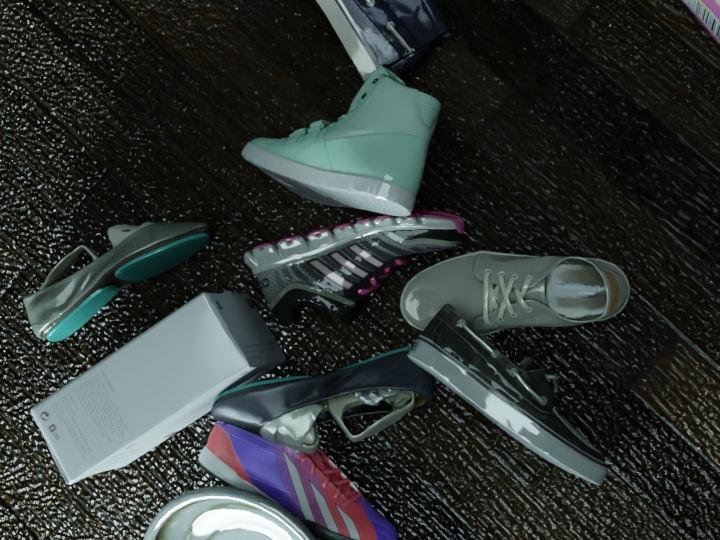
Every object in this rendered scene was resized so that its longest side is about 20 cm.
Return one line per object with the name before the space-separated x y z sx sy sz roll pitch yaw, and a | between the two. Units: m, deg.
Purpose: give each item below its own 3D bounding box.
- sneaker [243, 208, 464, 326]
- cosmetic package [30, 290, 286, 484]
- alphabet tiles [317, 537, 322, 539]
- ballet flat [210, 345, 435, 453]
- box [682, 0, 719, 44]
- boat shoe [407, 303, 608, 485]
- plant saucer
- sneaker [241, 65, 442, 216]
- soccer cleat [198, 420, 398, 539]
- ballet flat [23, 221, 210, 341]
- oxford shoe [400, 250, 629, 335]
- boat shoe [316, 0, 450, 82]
sneaker | 0.000 0.000 0.967 0.199 0.074 0.088 -13 93 11
cosmetic package | -0.179 0.102 0.985 0.200 0.113 0.081 -32 82 13
alphabet tiles | -0.056 0.338 0.995 0.200 0.015 0.196 35 102 12
ballet flat | -0.028 0.119 0.947 0.199 0.073 0.073 -13 86 -6
box | 0.386 -0.232 0.867 0.200 0.097 0.176 -40 80 10
boat shoe | 0.136 0.105 0.921 0.200 0.071 0.064 37 84 -5
plant saucer | -0.098 0.275 0.960 0.200 0.050 0.201 6 107 22
sneaker | -0.013 -0.120 0.957 0.200 0.074 0.118 15 80 41
soccer cleat | -0.048 0.187 0.977 0.200 0.068 0.073 26 91 15
ballet flat | -0.234 -0.007 1.024 0.200 0.067 0.064 -33 75 10
oxford shoe | 0.129 0.019 0.942 0.199 0.058 0.075 -3 92 15
boat shoe | 0.001 -0.262 0.976 0.093 0.075 0.200 -31 91 6
